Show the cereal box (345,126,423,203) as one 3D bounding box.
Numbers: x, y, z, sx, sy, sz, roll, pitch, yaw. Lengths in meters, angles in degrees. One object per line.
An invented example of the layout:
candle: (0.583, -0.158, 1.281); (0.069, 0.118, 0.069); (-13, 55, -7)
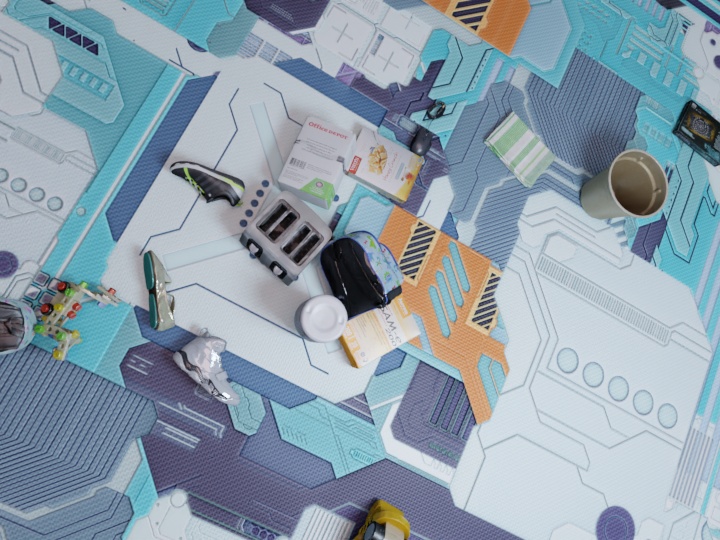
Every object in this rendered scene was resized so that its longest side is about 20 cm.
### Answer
cereal box: (0.064, -0.297, 1.511); (0.199, 0.040, 0.145); (25, 77, -10)

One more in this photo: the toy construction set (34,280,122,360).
toy construction set: (-0.670, 0.102, 1.255); (0.131, 0.092, 0.200); (32, 67, 17)

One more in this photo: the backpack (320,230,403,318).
backpack: (0.000, 0.000, 1.385); (0.147, 0.182, 0.201); (-32, 97, -51)

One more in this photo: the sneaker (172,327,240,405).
sneaker: (-0.353, 0.237, 1.323); (0.200, 0.075, 0.115); (41, 79, -2)

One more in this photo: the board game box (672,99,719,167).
board game box: (1.156, -0.461, 1.806); (0.199, 0.028, 0.136); (34, 77, -8)

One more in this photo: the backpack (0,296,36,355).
backpack: (-0.840, 0.118, 1.195); (0.198, 0.127, 0.168); (4, 94, -14)

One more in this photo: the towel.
towel: (0.489, -0.369, 1.634); (0.200, 0.023, 0.153); (45, 75, -5)

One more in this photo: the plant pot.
plant pot: (0.767, -0.235, 1.602); (0.199, 0.183, 0.202); (2, 82, -14)

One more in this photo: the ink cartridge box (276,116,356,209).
ink cartridge box: (-0.113, -0.286, 1.427); (0.145, 0.084, 0.201); (22, 78, 6)

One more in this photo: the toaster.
toaster: (-0.184, -0.088, 1.384); (0.181, 0.119, 0.200); (44, 75, -6)

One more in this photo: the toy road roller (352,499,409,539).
toy road roller: (0.045, 0.685, 1.358); (0.123, 0.146, 0.200); (33, 114, -8)

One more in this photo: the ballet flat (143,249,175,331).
ballet flat: (-0.497, 0.049, 1.329); (0.062, 0.067, 0.202); (-4, 87, -42)

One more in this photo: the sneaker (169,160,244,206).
sneaker: (-0.394, -0.217, 1.373); (0.199, 0.072, 0.083); (16, 81, -11)

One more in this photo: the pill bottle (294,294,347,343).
pill bottle: (-0.106, 0.123, 1.334); (0.112, 0.200, 0.114); (2, 83, -14)

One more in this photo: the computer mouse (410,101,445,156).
computer mouse: (0.202, -0.416, 1.561); (0.058, 0.034, 0.201); (28, 75, -7)

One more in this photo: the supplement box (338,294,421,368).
supplement box: (0.044, 0.159, 1.432); (0.199, 0.074, 0.127); (-27, 91, -16)
